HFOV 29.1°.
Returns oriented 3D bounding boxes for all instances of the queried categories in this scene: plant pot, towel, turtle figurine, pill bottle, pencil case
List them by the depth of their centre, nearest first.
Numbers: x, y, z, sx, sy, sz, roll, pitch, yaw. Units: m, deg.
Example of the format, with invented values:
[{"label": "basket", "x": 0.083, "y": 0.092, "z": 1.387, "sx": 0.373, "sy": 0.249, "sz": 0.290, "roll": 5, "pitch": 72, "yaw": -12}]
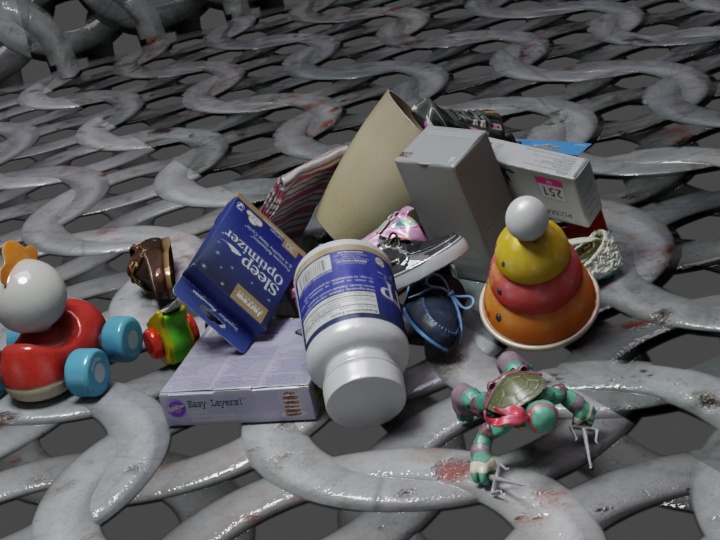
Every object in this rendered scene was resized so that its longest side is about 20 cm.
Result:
[{"label": "turtle figurine", "x": 0.166, "y": 0.145, "z": 1.411, "sx": 0.149, "sy": 0.101, "sz": 0.200, "roll": -16, "pitch": 17, "yaw": -11}, {"label": "pill bottle", "x": -0.007, "y": 0.073, "z": 1.571, "sx": 0.119, "sy": 0.120, "sz": 0.201, "roll": -11, "pitch": 47, "yaw": 0}, {"label": "pencil case", "x": 0.000, "y": 0.000, "z": 1.786, "sx": 0.200, "sy": 0.088, "sz": 0.087, "roll": -34, "pitch": 27, "yaw": -11}, {"label": "plant pot", "x": 0.035, "y": -0.121, "z": 1.973, "sx": 0.200, "sy": 0.187, "sz": 0.187, "roll": -44, "pitch": 19, "yaw": 11}, {"label": "towel", "x": -0.096, "y": -0.093, "z": 2.018, "sx": 0.030, "sy": 0.200, "sz": 0.146, "roll": 46, "pitch": 47, "yaw": 12}]

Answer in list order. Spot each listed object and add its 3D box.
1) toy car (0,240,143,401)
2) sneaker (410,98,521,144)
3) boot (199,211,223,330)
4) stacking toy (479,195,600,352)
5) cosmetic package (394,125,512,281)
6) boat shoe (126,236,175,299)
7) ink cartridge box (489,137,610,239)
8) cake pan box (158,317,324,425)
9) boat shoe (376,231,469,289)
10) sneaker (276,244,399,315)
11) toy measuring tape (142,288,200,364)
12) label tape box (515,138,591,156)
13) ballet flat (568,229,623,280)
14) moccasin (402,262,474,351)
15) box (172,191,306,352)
[{"label": "toy car", "x": -0.407, "y": 0.048, "z": 1.774, "sx": 0.183, "sy": 0.201, "sz": 0.177, "roll": -1, "pitch": 24, "yaw": 22}, {"label": "sneaker", "x": 0.150, "y": -0.195, "z": 1.912, "sx": 0.086, "sy": 0.200, "sz": 0.080, "roll": -47, "pitch": 50, "yaw": 11}, {"label": "boot", "x": -0.175, "y": 0.031, "z": 1.847, "sx": 0.079, "sy": 0.211, "sz": 0.159, "roll": 1, "pitch": 62, "yaw": -12}, {"label": "stacking toy", "x": 0.198, "y": -0.016, "z": 1.599, "sx": 0.145, "sy": 0.200, "sz": 0.147, "roll": -8, "pitch": 48, "yaw": 9}, {"label": "cosmetic package", "x": 0.136, "y": -0.086, "z": 1.820, "sx": 0.106, "sy": 0.201, "sz": 0.090, "roll": 13, "pitch": 46, "yaw": 41}, {"label": "boat shoe", "x": -0.304, "y": 0.000, "z": 2.013, "sx": 0.070, "sy": 0.071, "sz": 0.200, "roll": -7, "pitch": 13, "yaw": -8}, {"label": "ink cartridge box", "x": 0.227, "y": -0.094, "z": 1.845, "sx": 0.199, "sy": 0.174, "sz": 0.044, "roll": 17, "pitch": 57, "yaw": 36}, {"label": "cake pan box", "x": -0.126, "y": 0.119, "z": 1.668, "sx": 0.199, "sy": 0.053, "sz": 0.184, "roll": -5, "pitch": 21, "yaw": 15}, {"label": "boat shoe", "x": 0.032, "y": -0.011, "z": 1.696, "sx": 0.199, "sy": 0.067, "sz": 0.070, "roll": -23, "pitch": 7, "yaw": 15}, {"label": "sneaker", "x": -0.024, "y": 0.002, "z": 1.852, "sx": 0.199, "sy": 0.082, "sz": 0.074, "roll": -13, "pitch": 23, "yaw": -5}, {"label": "toy measuring tape", "x": -0.228, "y": 0.077, "z": 1.743, "sx": 0.073, "sy": 0.074, "sz": 0.200, "roll": -22, "pitch": -5, "yaw": -25}, {"label": "label tape box", "x": 0.238, "y": -0.128, "z": 2.060, "sx": 0.144, "sy": 0.064, "sz": 0.200, "roll": 9, "pitch": 31, "yaw": 40}, {"label": "ballet flat", "x": 0.250, "y": 0.001, "z": 1.748, "sx": 0.199, "sy": 0.072, "sz": 0.072, "roll": -27, "pitch": 27, "yaw": -32}, {"label": "moccasin", "x": 0.093, "y": 0.031, "z": 1.709, "sx": 0.068, "sy": 0.080, "sz": 0.200, "roll": -49, "pitch": 18, "yaw": 15}, {"label": "box", "x": -0.146, "y": 0.001, "z": 1.710, "sx": 0.032, "sy": 0.121, "sz": 0.200, "roll": -37, "pitch": 17, "yaw": 36}]
